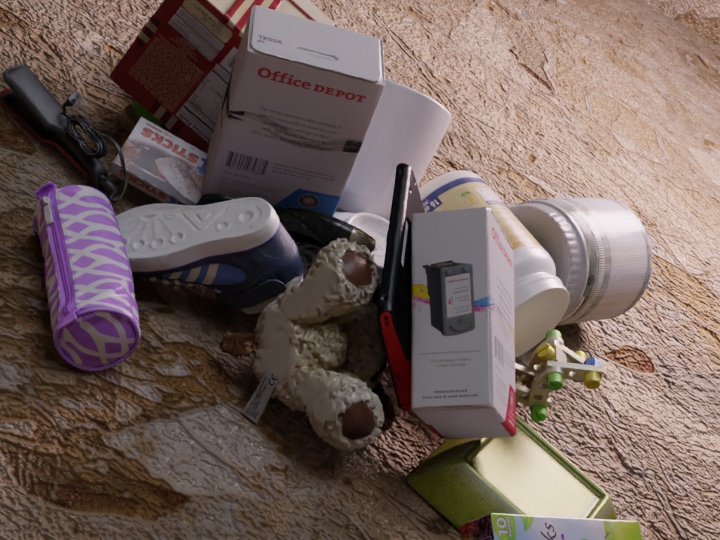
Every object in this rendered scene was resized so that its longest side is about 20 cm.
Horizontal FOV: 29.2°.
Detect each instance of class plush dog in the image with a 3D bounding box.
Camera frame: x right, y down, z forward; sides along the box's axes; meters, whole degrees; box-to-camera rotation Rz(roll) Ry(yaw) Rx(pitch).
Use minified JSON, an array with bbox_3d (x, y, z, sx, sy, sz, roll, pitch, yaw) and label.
[{"bbox_3d":[-0.030,0.077,1.373,0.171,0.159,0.202,8,78,-58],"label":"plush dog"}]

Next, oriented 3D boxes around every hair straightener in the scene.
[{"bbox_3d":[-0.313,-0.150,1.469,0.041,0.077,0.200,-27,67,-38],"label":"hair straightener"}]

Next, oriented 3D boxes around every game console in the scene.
[{"bbox_3d":[0.047,0.021,1.389,0.031,0.177,0.201,-4,50,15],"label":"game console"}]

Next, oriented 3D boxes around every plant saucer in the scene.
[{"bbox_3d":[0.171,0.229,1.422,0.199,0.048,0.200,41,29,12],"label":"plant saucer"}]

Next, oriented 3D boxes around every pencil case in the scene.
[{"bbox_3d":[-0.258,0.000,1.286,0.086,0.084,0.201,55,7,-45],"label":"pencil case"}]

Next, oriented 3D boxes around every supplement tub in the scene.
[{"bbox_3d":[0.141,-0.005,1.640,0.144,0.145,0.200,-1,44,-46],"label":"supplement tub"}]

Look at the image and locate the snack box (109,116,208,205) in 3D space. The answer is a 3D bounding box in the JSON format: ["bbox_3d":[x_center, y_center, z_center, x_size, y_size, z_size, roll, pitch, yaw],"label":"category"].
[{"bbox_3d":[-0.169,-0.089,1.505,0.199,0.024,0.072,29,55,-6],"label":"snack box"}]

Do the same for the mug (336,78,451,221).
[{"bbox_3d":[0.023,-0.128,1.627,0.149,0.154,0.186,15,-8,38],"label":"mug"}]

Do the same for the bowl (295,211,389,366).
[{"bbox_3d":[0.000,0.000,1.521,0.200,0.094,0.202,22,39,-19],"label":"bowl"}]

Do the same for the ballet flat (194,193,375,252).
[{"bbox_3d":[-0.082,-0.036,1.446,0.198,0.057,0.067,9,-16,9],"label":"ballet flat"}]

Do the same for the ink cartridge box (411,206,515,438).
[{"bbox_3d":[0.104,0.056,1.375,0.148,0.085,0.202,49,38,-66],"label":"ink cartridge box"}]

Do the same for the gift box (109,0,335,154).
[{"bbox_3d":[-0.137,-0.258,1.555,0.184,0.200,0.187,44,31,-11],"label":"gift box"}]

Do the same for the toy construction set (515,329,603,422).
[{"bbox_3d":[0.154,0.093,1.510,0.199,0.131,0.092,34,45,-9],"label":"toy construction set"}]

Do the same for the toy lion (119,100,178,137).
[{"bbox_3d":[-0.177,-0.137,1.610,0.199,0.069,0.192,-7,55,-50],"label":"toy lion"}]

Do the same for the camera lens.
[{"bbox_3d":[0.265,-0.012,1.761,0.199,0.160,0.160,-4,46,-48],"label":"camera lens"}]

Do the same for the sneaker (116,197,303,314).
[{"bbox_3d":[-0.157,0.003,1.406,0.198,0.147,0.081,-8,48,12],"label":"sneaker"}]

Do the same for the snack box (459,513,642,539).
[{"bbox_3d":[0.189,0.303,1.276,0.199,0.053,0.143,10,60,-36],"label":"snack box"}]

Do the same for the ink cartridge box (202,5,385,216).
[{"bbox_3d":[-0.071,-0.159,1.440,0.144,0.201,0.085,12,43,-13],"label":"ink cartridge box"}]
